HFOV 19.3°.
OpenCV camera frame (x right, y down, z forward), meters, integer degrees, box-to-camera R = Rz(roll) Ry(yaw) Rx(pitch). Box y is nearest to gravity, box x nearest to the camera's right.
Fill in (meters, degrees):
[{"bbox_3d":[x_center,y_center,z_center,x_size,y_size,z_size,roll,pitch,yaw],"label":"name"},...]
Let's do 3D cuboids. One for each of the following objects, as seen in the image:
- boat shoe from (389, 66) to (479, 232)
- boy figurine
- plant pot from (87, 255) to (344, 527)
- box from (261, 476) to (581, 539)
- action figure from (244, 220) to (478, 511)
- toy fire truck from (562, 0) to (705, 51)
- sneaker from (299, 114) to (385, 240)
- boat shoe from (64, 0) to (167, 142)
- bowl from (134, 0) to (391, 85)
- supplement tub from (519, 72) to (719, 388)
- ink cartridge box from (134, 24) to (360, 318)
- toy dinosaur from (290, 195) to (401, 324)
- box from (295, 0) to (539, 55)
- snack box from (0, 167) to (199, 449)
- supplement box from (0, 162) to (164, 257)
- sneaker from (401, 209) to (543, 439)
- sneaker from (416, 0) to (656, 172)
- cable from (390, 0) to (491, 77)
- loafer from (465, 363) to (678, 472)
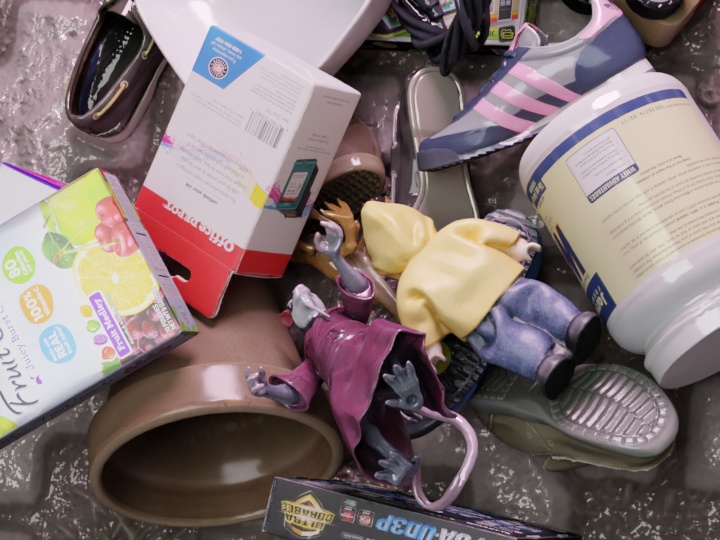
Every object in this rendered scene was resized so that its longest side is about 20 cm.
[{"bbox_3d":[0.057,-0.062,1.699,0.067,0.057,0.201,2,84,-13],"label":"boat shoe"},{"bbox_3d":[0.076,0.018,1.572,0.200,0.064,0.125,32,79,21],"label":"boy figurine"},{"bbox_3d":[-0.120,0.083,1.684,0.199,0.200,0.175,-20,56,18],"label":"plant pot"},{"bbox_3d":[0.049,0.198,1.593,0.199,0.159,0.046,11,88,23],"label":"box"},{"bbox_3d":[0.003,0.062,1.556,0.134,0.149,0.200,-55,32,6],"label":"action figure"},{"bbox_3d":[0.227,-0.300,1.633,0.176,0.129,0.200,40,75,8],"label":"toy fire truck"},{"bbox_3d":[-0.066,-0.057,1.748,0.199,0.070,0.076,-26,47,19],"label":"sneaker"},{"bbox_3d":[-0.193,-0.209,1.819,0.071,0.061,0.202,22,90,24],"label":"boat shoe"},{"bbox_3d":[-0.069,-0.227,1.721,0.200,0.075,0.200,-47,64,23],"label":"bowl"},{"bbox_3d":[0.223,-0.029,1.567,0.145,0.145,0.200,-34,69,14],"label":"supplement tub"},{"bbox_3d":[-0.096,-0.074,1.646,0.116,0.067,0.201,32,104,31],"label":"ink cartridge box"},{"bbox_3d":[0.000,0.000,1.673,0.200,0.060,0.107,34,130,28],"label":"toy dinosaur"},{"bbox_3d":[0.049,-0.235,1.736,0.199,0.035,0.111,5,82,23],"label":"box"},{"bbox_3d":[-0.242,0.035,1.588,0.199,0.053,0.143,-30,81,7],"label":"snack box"},{"bbox_3d":[-0.238,-0.014,1.720,0.103,0.200,0.102,25,90,11],"label":"supplement box"},{"bbox_3d":[0.083,0.050,1.633,0.066,0.078,0.201,27,76,17],"label":"sneaker"},{"bbox_3d":[0.123,-0.142,1.629,0.199,0.070,0.082,-25,91,16],"label":"sneaker"},{"bbox_3d":[0.055,-0.252,1.649,0.163,0.051,0.201,16,110,56],"label":"cable"},{"bbox_3d":[0.163,0.112,1.588,0.075,0.070,0.200,-43,34,-24],"label":"loafer"}]
